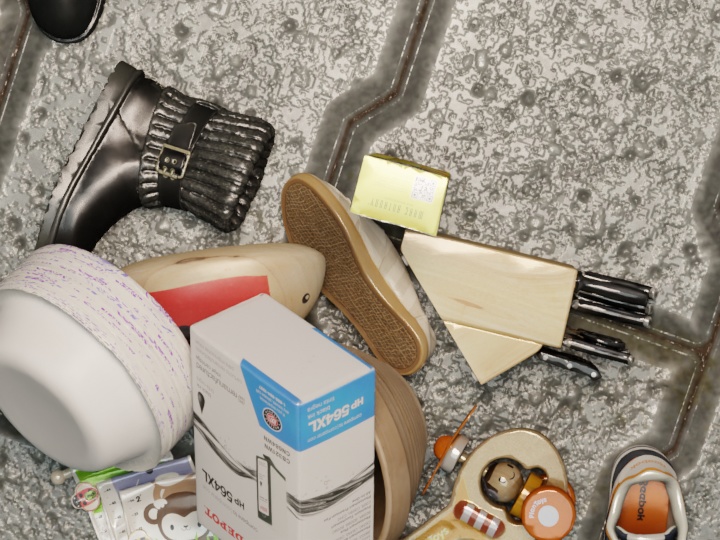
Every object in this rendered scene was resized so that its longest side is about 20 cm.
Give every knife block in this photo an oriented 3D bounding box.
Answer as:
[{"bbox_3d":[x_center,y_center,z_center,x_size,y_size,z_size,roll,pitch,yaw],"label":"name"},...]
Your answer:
[{"bbox_3d":[0.151,0.011,1.699,0.175,0.064,0.201,-32,91,3],"label":"knife block"}]

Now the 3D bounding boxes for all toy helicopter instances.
[{"bbox_3d":[0.085,0.205,1.708,0.199,0.079,0.133,-34,90,8],"label":"toy helicopter"}]

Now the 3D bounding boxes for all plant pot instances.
[{"bbox_3d":[-0.009,0.140,1.679,0.092,0.200,0.203,-23,92,-36],"label":"plant pot"}]

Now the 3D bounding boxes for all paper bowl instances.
[{"bbox_3d":[-0.235,0.086,1.646,0.200,0.201,0.104,42,58,0],"label":"paper bowl"}]

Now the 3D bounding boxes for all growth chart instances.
[{"bbox_3d":[-0.169,0.238,1.751,0.144,0.018,0.201,-26,92,3],"label":"growth chart"}]

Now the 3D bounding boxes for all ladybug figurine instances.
[{"bbox_3d":[-0.125,0.024,1.675,0.198,0.136,0.073,-8,82,8],"label":"ladybug figurine"}]

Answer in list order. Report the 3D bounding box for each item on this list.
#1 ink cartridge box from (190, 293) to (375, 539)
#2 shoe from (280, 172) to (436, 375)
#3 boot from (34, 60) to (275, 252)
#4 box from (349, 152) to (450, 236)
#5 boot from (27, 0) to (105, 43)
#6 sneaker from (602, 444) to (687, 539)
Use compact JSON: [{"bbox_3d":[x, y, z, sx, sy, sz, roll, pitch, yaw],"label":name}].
[{"bbox_3d":[-0.063,0.144,1.601,0.084,0.146,0.202,-24,129,-35],"label":"ink cartridge box"},{"bbox_3d":[0.000,0.000,1.717,0.070,0.053,0.201,-36,86,37],"label":"shoe"},{"bbox_3d":[-0.179,-0.061,1.703,0.157,0.079,0.213,26,94,1],"label":"boot"},{"bbox_3d":[0.036,-0.065,1.632,0.075,0.200,0.051,15,94,3],"label":"box"},{"bbox_3d":[-0.258,-0.295,1.652,0.073,0.162,0.201,6,93,4],"label":"boot"},{"bbox_3d":[0.243,0.256,1.702,0.078,0.079,0.202,-3,95,2],"label":"sneaker"}]
